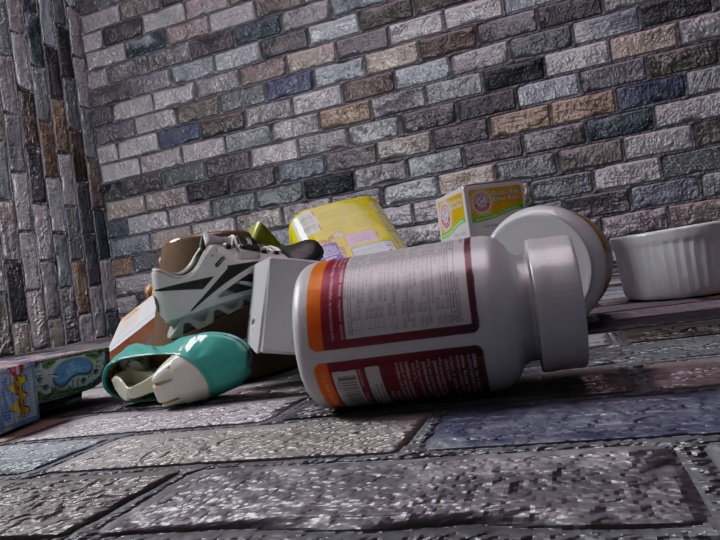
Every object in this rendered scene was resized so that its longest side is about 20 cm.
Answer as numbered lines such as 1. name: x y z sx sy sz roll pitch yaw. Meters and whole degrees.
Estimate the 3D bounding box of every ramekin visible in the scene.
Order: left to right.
1. ramekin: 0.483 -0.016 0.943 0.195 0.100 0.200 -9 -2 0

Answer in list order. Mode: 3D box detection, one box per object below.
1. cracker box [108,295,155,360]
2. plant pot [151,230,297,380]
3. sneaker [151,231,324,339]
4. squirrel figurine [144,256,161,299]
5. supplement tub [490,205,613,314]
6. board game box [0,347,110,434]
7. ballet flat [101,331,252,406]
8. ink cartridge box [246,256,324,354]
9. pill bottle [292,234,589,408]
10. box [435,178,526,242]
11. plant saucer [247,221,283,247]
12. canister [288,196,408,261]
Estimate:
1. cracker box: -0.308 0.079 0.967 0.133 0.058 0.200 -38 16 -6
2. plant pot: -0.180 0.045 0.795 0.195 0.179 0.200 -7 -1 0
3. sneaker: -0.132 -0.008 0.688 0.197 0.090 0.074 -26 14 -25
4. squirrel figurine: -0.295 0.079 1.144 0.198 0.191 0.140 26 -24 -37
5. supplement tub: 0.231 -0.004 0.776 0.142 0.149 0.199 -9 -1 25
6. board game box: -0.383 0.132 0.684 0.197 0.063 0.198 -8 0 38
7. ballet flat: -0.191 0.108 0.629 0.197 0.069 0.070 -9 23 37
8. ink cartridge box: -0.006 0.040 0.616 0.195 0.086 0.145 6 -4 -15
9. pill bottle: 0.057 0.036 0.460 0.195 0.113 0.109 -8 -1 13
10. box: 0.191 -0.025 0.957 0.099 0.205 0.112 -8 -1 -15
11. plant saucer: -0.123 0.041 0.934 0.048 0.200 0.199 -44 8 -25
12. canister: 0.000 0.000 0.807 0.145 0.088 0.202 -14 45 -16
